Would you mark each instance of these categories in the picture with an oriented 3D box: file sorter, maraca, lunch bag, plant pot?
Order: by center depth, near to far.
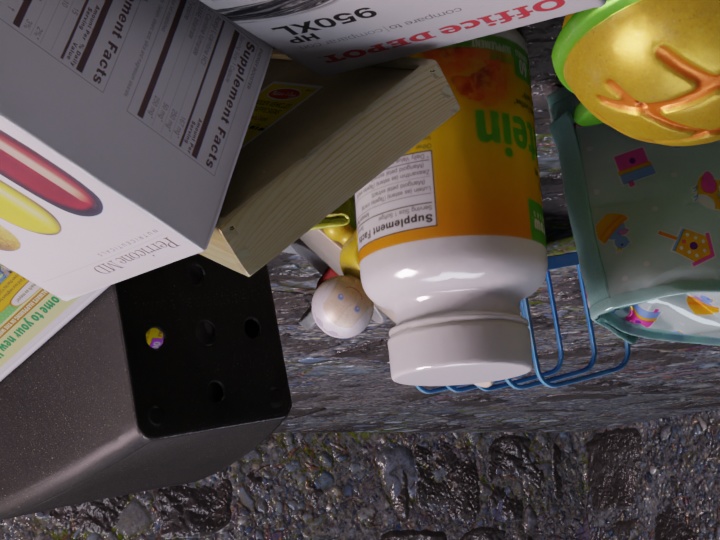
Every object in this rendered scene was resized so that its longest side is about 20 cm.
[{"bbox_3d":[0.167,-0.114,0.612,0.136,0.108,0.200,-7,167,8],"label":"maraca"},{"bbox_3d":[0.222,-0.041,0.800,0.199,0.171,0.122,2,158,-21],"label":"lunch bag"},{"bbox_3d":[-0.163,0.064,0.890,0.199,0.201,0.177,-3,169,-44],"label":"plant pot"},{"bbox_3d":[0.152,0.052,1.189,0.138,0.123,0.200,-10,179,-36],"label":"file sorter"}]

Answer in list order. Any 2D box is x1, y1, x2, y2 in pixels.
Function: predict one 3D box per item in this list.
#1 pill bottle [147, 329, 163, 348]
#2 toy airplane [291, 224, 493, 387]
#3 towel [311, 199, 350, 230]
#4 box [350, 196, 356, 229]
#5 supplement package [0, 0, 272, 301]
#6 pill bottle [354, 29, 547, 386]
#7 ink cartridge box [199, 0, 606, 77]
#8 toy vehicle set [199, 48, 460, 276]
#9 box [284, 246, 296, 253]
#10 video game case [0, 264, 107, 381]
[{"bbox_3d":[-0.281,0.043,1.166,0.199,0.105,0.104,7,163,-40],"label":"pill bottle"},{"bbox_3d":[0.000,0.000,0.880,0.199,0.141,0.200,9,132,26],"label":"toy airplane"},{"bbox_3d":[-0.049,-0.070,0.672,0.086,0.018,0.200,-9,-152,3],"label":"towel"},{"bbox_3d":[0.074,-0.039,1.038,0.121,0.048,0.200,-9,165,16],"label":"box"},{"bbox_3d":[-0.152,-0.089,0.479,0.200,0.110,0.113,35,146,-32],"label":"supplement package"},{"bbox_3d":[0.052,-0.037,0.702,0.110,0.201,0.111,-3,167,-1],"label":"pill bottle"},{"bbox_3d":[-0.004,-0.154,0.446,0.144,0.085,0.200,-9,167,26],"label":"ink cartridge box"},{"bbox_3d":[-0.054,-0.063,0.585,0.124,0.027,0.200,-39,-153,-16],"label":"toy vehicle set"},{"bbox_3d":[-0.073,-0.040,1.013,0.199,0.039,0.041,6,165,-36],"label":"box"},{"bbox_3d":[-0.272,-0.009,0.756,0.182,0.022,0.200,36,132,-22],"label":"video game case"}]
